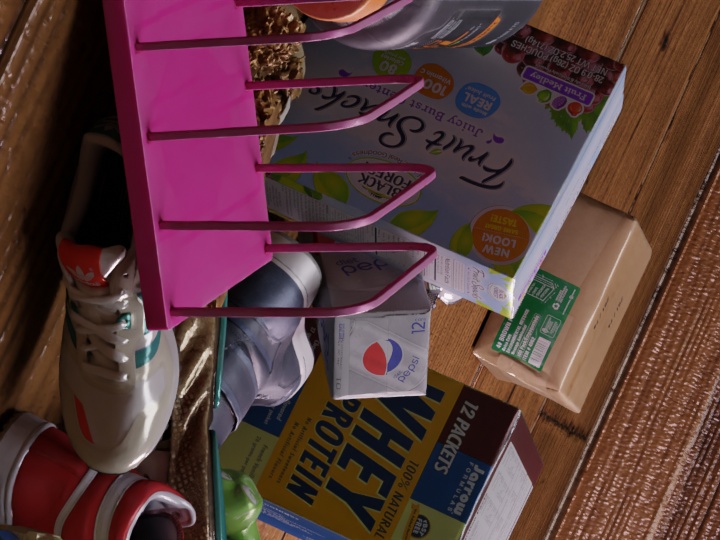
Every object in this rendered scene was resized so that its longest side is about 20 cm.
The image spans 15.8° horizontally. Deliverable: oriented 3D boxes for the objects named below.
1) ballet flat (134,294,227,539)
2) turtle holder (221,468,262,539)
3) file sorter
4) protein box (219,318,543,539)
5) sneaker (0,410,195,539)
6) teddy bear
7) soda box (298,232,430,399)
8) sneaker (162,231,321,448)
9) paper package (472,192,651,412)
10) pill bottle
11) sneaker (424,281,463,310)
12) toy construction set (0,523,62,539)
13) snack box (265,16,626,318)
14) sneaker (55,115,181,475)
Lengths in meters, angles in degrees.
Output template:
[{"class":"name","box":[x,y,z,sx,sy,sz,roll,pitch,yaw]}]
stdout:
[{"class":"ballet flat","box":[-0.110,0.089,1.519,0.071,0.065,0.200,108,-19,-75]},{"class":"turtle holder","box":[-0.071,0.229,1.584,0.186,0.141,0.132,-62,164,-11]},{"class":"file sorter","box":[-0.039,-0.084,1.336,0.139,0.125,0.200,-38,124,-64]},{"class":"protein box","box":[0.011,0.142,1.893,0.135,0.198,0.200,-64,166,-10]},{"class":"sneaker","box":[-0.154,0.165,1.489,0.071,0.112,0.200,-58,164,-29]},{"class":"teddy bear","box":[-0.082,-0.077,1.489,0.145,0.067,0.200,50,57,-80]},{"class":"soda box","box":[0.000,0.000,1.689,0.200,0.063,0.068,-103,-167,-56]},{"class":"sneaker","box":[-0.093,0.073,1.654,0.146,0.077,0.202,-54,168,-24]},{"class":"paper package","box":[0.211,0.029,2.671,0.200,0.103,0.191,-64,165,-5]},{"class":"pill bottle","box":[0.027,-0.183,1.523,0.200,0.106,0.106,-10,124,-61]},{"class":"sneaker","box":[0.105,-0.036,2.240,0.200,0.078,0.140,-39,152,-44]},{"class":"toy construction set","box":[-0.212,0.206,1.356,0.131,0.092,0.200,22,93,-59]},{"class":"snack box","box":[0.043,-0.087,1.631,0.169,0.200,0.068,-60,165,-22]},{"class":"sneaker","box":[-0.137,0.012,1.373,0.093,0.070,0.200,-7,107,-68]}]
